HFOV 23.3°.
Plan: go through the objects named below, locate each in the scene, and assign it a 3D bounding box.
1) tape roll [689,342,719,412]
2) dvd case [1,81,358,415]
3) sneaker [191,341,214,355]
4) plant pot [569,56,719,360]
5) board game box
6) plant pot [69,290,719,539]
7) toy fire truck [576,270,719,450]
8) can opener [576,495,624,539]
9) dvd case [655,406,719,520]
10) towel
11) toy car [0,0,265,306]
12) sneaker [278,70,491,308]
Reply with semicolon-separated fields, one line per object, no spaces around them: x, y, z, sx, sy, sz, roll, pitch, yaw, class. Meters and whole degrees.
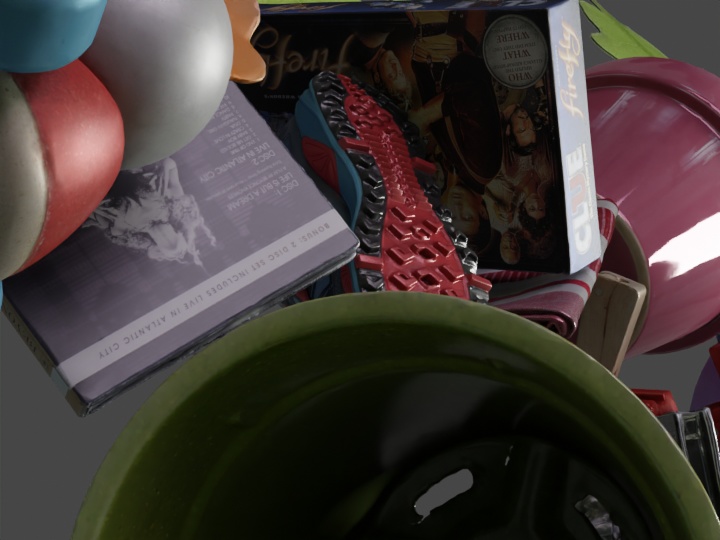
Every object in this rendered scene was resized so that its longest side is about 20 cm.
0.309;0.090;1.068;0.200;0.200;0.085;23;23;-35;tape roll
-0.115;-0.052;0.746;0.149;0.016;0.200;-31;75;-31;dvd case
-0.082;-0.033;0.843;0.080;0.089;0.200;33;19;-15;sneaker
0.157;-0.024;1.122;0.200;0.200;0.179;40;34;12;plant pot
0.024;-0.072;0.910;0.200;0.136;0.035;4;21;35;board game box
0.032;0.115;0.572;0.200;0.200;0.190;42;6;16;plant pot
0.132;0.054;0.929;0.049;0.200;0.141;-13;80;-66;toy fire truck
0.175;0.124;0.849;0.199;0.054;0.067;4;0;-1;can opener
0.127;0.150;0.615;0.149;0.016;0.201;62;19;-83;dvd case
0.058;0.001;0.932;0.200;0.144;0.023;-53;133;-66;towel
-0.126;-0.090;0.658;0.177;0.185;0.200;42;40;19;toy car
0.000;0.000;0.843;0.079;0.096;0.200;18;39;-29;sneaker
